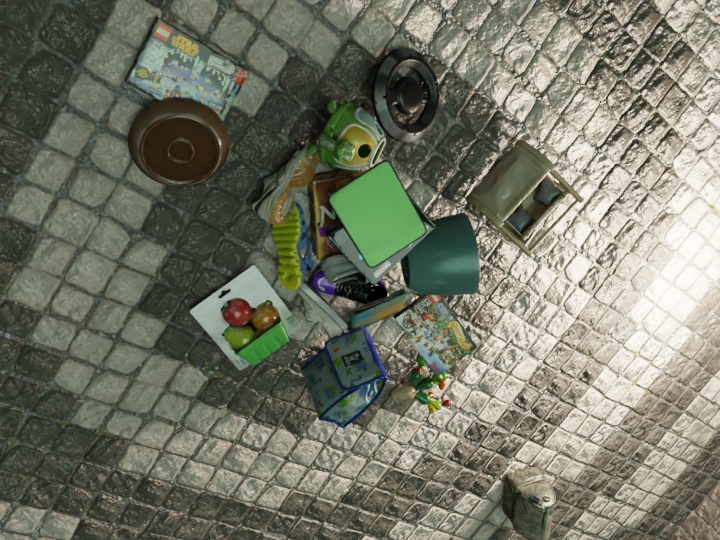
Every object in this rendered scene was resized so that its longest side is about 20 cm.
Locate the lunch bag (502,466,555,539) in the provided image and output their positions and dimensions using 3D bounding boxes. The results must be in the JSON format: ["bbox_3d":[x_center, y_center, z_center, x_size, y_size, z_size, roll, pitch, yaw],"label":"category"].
[{"bbox_3d":[0.564,0.771,2.242,0.139,0.168,0.200,-11,119,-18],"label":"lunch bag"}]

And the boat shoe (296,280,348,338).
[{"bbox_3d":[-0.109,0.099,1.671,0.070,0.071,0.200,-42,130,-1],"label":"boat shoe"}]

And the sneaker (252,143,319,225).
[{"bbox_3d":[-0.168,-0.199,1.488,0.200,0.088,0.076,-59,146,-13],"label":"sneaker"}]

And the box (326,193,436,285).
[{"bbox_3d":[0.046,-0.091,1.553,0.200,0.046,0.159,-43,102,0],"label":"box"}]

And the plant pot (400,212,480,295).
[{"bbox_3d":[0.183,-0.030,1.655,0.161,0.201,0.201,-8,119,-7],"label":"plant pot"}]

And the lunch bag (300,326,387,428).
[{"bbox_3d":[-0.033,0.260,1.695,0.200,0.170,0.127,-41,137,17],"label":"lunch bag"}]

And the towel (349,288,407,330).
[{"bbox_3d":[0.040,0.100,1.683,0.146,0.022,0.200,-23,166,-7],"label":"towel"}]

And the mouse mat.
[{"bbox_3d":[0.040,-0.122,1.506,0.161,0.008,0.200,-33,112,-2],"label":"mouse mat"}]

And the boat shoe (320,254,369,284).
[{"bbox_3d":[0.000,0.000,1.625,0.200,0.072,0.070,-7,161,-31],"label":"boat shoe"}]

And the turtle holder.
[{"bbox_3d":[-0.021,-0.280,1.433,0.132,0.186,0.141,28,86,5],"label":"turtle holder"}]

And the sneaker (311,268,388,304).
[{"bbox_3d":[-0.016,0.041,1.657,0.200,0.100,0.070,8,110,-27],"label":"sneaker"}]

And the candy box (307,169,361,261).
[{"bbox_3d":[-0.056,-0.130,1.580,0.116,0.056,0.200,-12,119,-17],"label":"candy box"}]

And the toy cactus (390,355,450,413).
[{"bbox_3d":[0.170,0.331,1.903,0.165,0.102,0.200,-21,131,0],"label":"toy cactus"}]

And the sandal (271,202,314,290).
[{"bbox_3d":[-0.150,-0.061,1.576,0.087,0.079,0.201,-27,124,-53],"label":"sandal"}]

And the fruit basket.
[{"bbox_3d":[-0.268,0.113,1.613,0.185,0.094,0.200,-36,108,-2],"label":"fruit basket"}]

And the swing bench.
[{"bbox_3d":[0.407,-0.181,1.706,0.200,0.130,0.199,38,98,-33],"label":"swing bench"}]

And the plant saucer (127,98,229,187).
[{"bbox_3d":[-0.363,-0.246,1.376,0.200,0.035,0.201,-8,131,-9],"label":"plant saucer"}]

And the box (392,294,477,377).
[{"bbox_3d":[0.197,0.162,1.805,0.136,0.038,0.200,-36,101,-1],"label":"box"}]

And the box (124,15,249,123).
[{"bbox_3d":[-0.338,-0.381,1.339,0.200,0.040,0.137,24,104,-31],"label":"box"}]

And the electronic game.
[{"bbox_3d":[0.101,-0.381,1.491,0.200,0.042,0.201,-9,103,-40],"label":"electronic game"}]
